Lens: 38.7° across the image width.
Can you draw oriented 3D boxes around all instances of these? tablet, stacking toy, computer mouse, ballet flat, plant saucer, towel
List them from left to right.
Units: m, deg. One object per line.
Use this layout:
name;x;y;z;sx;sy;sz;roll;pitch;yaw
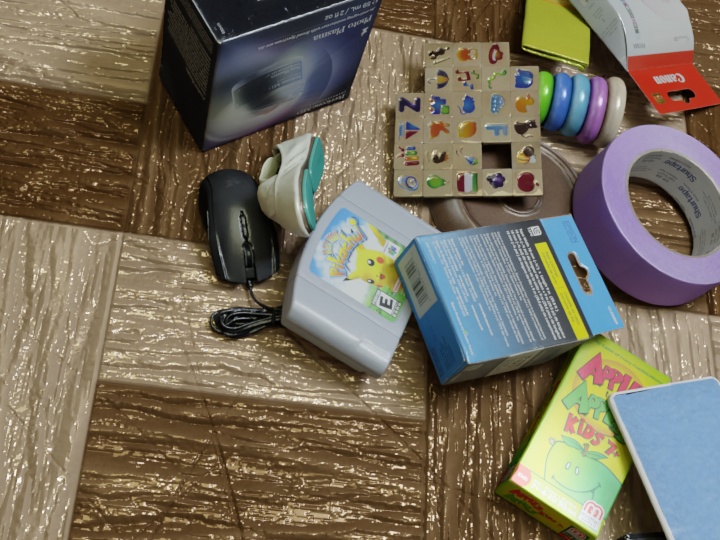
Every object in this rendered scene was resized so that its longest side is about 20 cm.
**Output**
computer mouse;-0.095;-0.030;1.079;0.140;0.046;0.201;-3;64;-14
ballet flat;-0.075;-0.086;1.070;0.069;0.070;0.200;14;28;-6
plant saucer;0.178;-0.082;1.178;0.199;0.032;0.201;5;62;-9
stacking toy;0.210;-0.205;1.225;0.199;0.085;0.086;11;61;-2
towel;0.245;-0.314;1.286;0.086;0.018;0.200;15;42;-1
tablet;0.335;0.199;1.006;0.130;0.014;0.201;-7;56;-14

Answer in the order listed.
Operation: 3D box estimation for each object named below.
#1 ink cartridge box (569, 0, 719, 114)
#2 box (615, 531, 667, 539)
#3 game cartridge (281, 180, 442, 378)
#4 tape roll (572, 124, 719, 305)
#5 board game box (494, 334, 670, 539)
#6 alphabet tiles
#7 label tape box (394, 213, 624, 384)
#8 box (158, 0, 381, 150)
ink cartridge box;0.374;-0.295;1.296;0.162;0.057;0.200;-15;61;-41
box;0.353;0.353;0.985;0.198;0.050;0.201;1;64;-12
game cartridge;0.000;0.000;1.068;0.133;0.040;0.200;29;53;-5
tape roll;0.344;-0.064;1.169;0.199;0.066;0.201;9;63;-18
board game box;0.230;0.168;1.051;0.101;0.048;0.200;32;61;5
alphabet tiles;0.122;-0.175;1.177;0.166;0.008;0.201;0;68;6
label tape box;0.154;0.027;1.063;0.199;0.063;0.145;-9;65;-28
box;-0.100;-0.255;1.106;0.199;0.199;0.124;-24;73;-23
